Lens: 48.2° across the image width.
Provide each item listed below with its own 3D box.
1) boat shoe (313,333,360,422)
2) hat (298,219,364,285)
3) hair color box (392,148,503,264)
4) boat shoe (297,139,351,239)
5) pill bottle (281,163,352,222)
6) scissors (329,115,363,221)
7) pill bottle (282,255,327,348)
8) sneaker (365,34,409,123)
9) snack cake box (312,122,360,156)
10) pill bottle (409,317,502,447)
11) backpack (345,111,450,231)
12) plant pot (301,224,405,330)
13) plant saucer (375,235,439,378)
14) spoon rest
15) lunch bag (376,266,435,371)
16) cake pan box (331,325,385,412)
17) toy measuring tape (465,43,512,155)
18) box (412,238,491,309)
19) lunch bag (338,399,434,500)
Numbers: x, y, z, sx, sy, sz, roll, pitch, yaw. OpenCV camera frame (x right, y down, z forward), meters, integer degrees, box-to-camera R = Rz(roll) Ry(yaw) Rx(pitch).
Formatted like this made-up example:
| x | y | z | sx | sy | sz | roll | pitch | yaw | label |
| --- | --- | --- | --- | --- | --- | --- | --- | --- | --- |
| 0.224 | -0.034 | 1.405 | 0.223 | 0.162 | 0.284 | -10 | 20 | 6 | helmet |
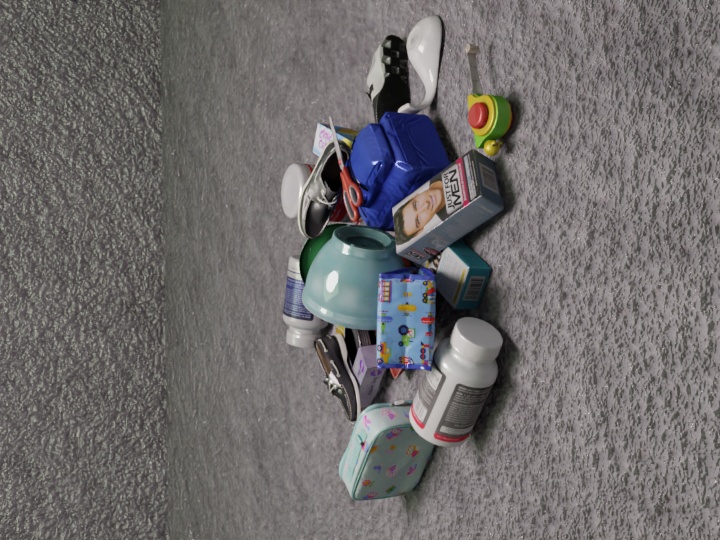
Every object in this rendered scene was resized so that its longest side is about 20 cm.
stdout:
| x | y | z | sx | sy | sz | roll | pitch | yaw | label |
| --- | --- | --- | --- | --- | --- | --- | --- | --- | --- |
| -0.047 | 0.218 | 1.637 | 0.074 | 0.059 | 0.202 | 112 | 147 | -53 | boat shoe |
| -0.032 | 0.003 | 1.595 | 0.201 | 0.165 | 0.176 | 57 | 178 | -23 | hat |
| 0.143 | -0.105 | 1.364 | 0.199 | 0.060 | 0.100 | -35 | 46 | 39 | hair color box |
| -0.070 | -0.152 | 1.557 | 0.202 | 0.071 | 0.068 | -68 | 23 | 15 | boat shoe |
| -0.055 | -0.157 | 1.670 | 0.112 | 0.197 | 0.114 | -8 | 81 | 62 | pill bottle |
| -0.034 | -0.184 | 1.473 | 0.073 | 0.014 | 0.202 | 112 | 142 | -57 | scissors |
| -0.123 | 0.072 | 1.878 | 0.111 | 0.109 | 0.204 | 23 | 108 | 61 | pill bottle |
| 0.050 | -0.363 | 1.626 | 0.088 | 0.073 | 0.203 | -23 | 58 | 60 | sneaker |
| -0.008 | -0.247 | 1.678 | 0.200 | 0.113 | 0.068 | 40 | 122 | 56 | snack cake box |
| 0.160 | 0.181 | 1.323 | 0.111 | 0.109 | 0.202 | 57 | 136 | 48 | pill bottle |
| 0.054 | -0.176 | 1.501 | 0.201 | 0.165 | 0.164 | 115 | 151 | -48 | backpack |
| 0.000 | 0.000 | 1.454 | 0.200 | 0.197 | 0.136 | 47 | 132 | 54 | plant pot |
| 0.082 | 0.069 | 1.555 | 0.201 | 0.036 | 0.201 | -65 | 35 | 40 | plant saucer |
| 0.117 | -0.386 | 1.524 | 0.099 | 0.060 | 0.203 | -13 | 63 | 60 | spoon rest |
| 0.083 | 0.075 | 1.362 | 0.200 | 0.092 | 0.153 | -30 | -58 | -82 | lunch bag |
| -0.009 | 0.176 | 1.683 | 0.201 | 0.051 | 0.186 | 109 | 148 | -50 | cake pan box |
| 0.208 | -0.286 | 1.313 | 0.073 | 0.073 | 0.203 | -27 | 65 | 59 | toy measuring tape |
| 0.150 | -0.018 | 1.423 | 0.200 | 0.048 | 0.083 | 53 | 133 | 51 | box |
| 0.049 | 0.326 | 1.474 | 0.077 | 0.158 | 0.202 | 55 | 136 | 48 | lunch bag |
